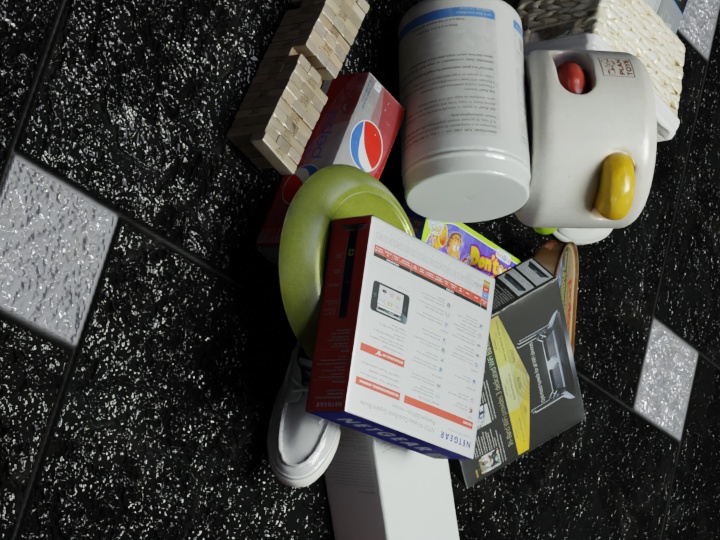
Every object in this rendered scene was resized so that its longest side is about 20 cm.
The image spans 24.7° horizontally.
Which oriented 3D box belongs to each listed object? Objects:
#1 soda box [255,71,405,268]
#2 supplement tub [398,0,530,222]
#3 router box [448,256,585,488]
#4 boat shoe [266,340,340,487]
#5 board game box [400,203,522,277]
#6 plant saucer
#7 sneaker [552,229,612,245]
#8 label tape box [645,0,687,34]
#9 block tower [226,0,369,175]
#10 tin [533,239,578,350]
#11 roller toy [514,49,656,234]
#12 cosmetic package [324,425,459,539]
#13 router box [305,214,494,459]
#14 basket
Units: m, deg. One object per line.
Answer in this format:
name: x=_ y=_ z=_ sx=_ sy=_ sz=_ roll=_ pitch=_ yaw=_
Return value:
soda box: x=-0.028 y=-0.090 z=1.591 sx=0.070 sy=0.063 sz=0.202 roll=43 pitch=60 yaw=-41
supplement tub: x=0.104 y=-0.165 z=1.661 sx=0.131 sy=0.131 sz=0.202 roll=23 pitch=59 yaw=-45
router box: x=0.144 y=0.108 z=1.710 sx=0.156 sy=0.052 sz=0.201 roll=-28 pitch=128 yaw=-15
boat shoe: x=-0.041 y=0.102 z=1.552 sx=0.069 sy=0.071 sz=0.202 roll=77 pitch=32 yaw=-63
board game box: x=0.102 y=0.028 z=1.749 sx=0.199 sy=0.044 sz=0.136 roll=29 pitch=68 yaw=-44
plant saucer: x=0.000 y=0.000 z=1.543 sx=0.199 sy=0.031 sz=0.203 roll=7 pitch=82 yaw=-51
sneaker: x=0.249 y=-0.080 z=1.883 sx=0.199 sy=0.088 sz=0.076 roll=24 pitch=71 yaw=-46
label tape box: x=0.314 y=-0.350 z=1.976 sx=0.200 sy=0.066 sz=0.144 roll=47 pitch=57 yaw=-39
block tower: x=-0.060 y=-0.187 z=1.565 sx=0.054 sy=0.057 sz=0.202 roll=44 pitch=57 yaw=-38
tin: x=0.211 y=0.064 z=1.836 sx=0.112 sy=0.041 sz=0.202 roll=-32 pitch=127 yaw=-60
roller toy: x=0.232 y=-0.136 z=1.705 sx=0.138 sy=0.200 sz=0.185 roll=1 pitch=85 yaw=-6
cosmetic package: x=0.030 y=0.222 z=1.642 sx=0.112 sy=0.081 sz=0.203 roll=-15 pitch=102 yaw=-47
router box: x=0.041 y=0.066 z=1.524 sx=0.199 sy=0.048 sz=0.182 roll=26 pitch=67 yaw=-47
basket: x=0.270 y=-0.242 z=1.877 sx=0.200 sy=0.135 sz=0.125 roll=37 pitch=59 yaw=-41
